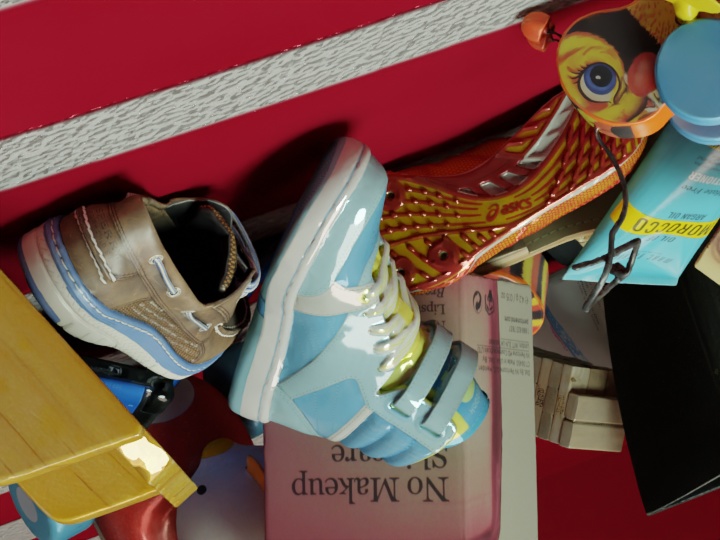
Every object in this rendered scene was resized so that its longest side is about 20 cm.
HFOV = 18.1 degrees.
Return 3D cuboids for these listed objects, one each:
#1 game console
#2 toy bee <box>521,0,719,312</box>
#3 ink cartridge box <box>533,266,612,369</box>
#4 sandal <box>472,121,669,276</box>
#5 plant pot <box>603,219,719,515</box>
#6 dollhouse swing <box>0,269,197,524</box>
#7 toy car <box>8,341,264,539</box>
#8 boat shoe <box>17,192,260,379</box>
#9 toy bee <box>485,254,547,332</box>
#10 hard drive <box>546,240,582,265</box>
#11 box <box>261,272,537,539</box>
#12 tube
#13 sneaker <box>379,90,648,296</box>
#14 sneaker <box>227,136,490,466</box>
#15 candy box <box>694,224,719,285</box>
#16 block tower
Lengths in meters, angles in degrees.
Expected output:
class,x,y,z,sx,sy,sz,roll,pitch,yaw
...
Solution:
class,x,y,z,sx,sy,sz,roll,pitch,yaw
game console,-0.148,0.040,1.270,0.170,0.119,0.200,13,158,-12
toy bee,0.131,-0.099,1.012,0.200,0.109,0.131,-45,167,-19
ink cartridge box,0.197,0.020,1.580,0.145,0.088,0.200,-24,177,-24
sandal,0.139,-0.038,1.302,0.211,0.078,0.070,-17,157,9
plant pot,0.255,0.022,1.396,0.200,0.178,0.200,-21,168,-16
dollhouse swing,-0.203,0.085,1.026,0.176,0.182,0.200,-42,171,-8
toy car,-0.083,0.139,1.382,0.184,0.177,0.200,-27,-176,-28
boat shoe,-0.087,0.005,1.087,0.072,0.072,0.200,-27,168,14
toy bee,0.069,0.038,1.439,0.109,0.131,0.200,24,165,-24
hard drive,0.172,-0.054,1.420,0.139,0.033,0.200,-24,169,8
box,0.022,0.104,1.269,0.128,0.200,0.109,-4,174,24
tube,0.182,-0.062,1.193,0.077,0.050,0.200,7,134,-26
sneaker,0.065,-0.033,1.205,0.200,0.073,0.077,-23,168,4
sneaker,0.015,0.022,1.134,0.200,0.130,0.080,111,3,-51
candy box,0.254,-0.080,1.134,0.200,0.055,0.115,-49,171,-30
block tower,0.095,0.075,1.540,0.058,0.054,0.200,9,-176,-42
